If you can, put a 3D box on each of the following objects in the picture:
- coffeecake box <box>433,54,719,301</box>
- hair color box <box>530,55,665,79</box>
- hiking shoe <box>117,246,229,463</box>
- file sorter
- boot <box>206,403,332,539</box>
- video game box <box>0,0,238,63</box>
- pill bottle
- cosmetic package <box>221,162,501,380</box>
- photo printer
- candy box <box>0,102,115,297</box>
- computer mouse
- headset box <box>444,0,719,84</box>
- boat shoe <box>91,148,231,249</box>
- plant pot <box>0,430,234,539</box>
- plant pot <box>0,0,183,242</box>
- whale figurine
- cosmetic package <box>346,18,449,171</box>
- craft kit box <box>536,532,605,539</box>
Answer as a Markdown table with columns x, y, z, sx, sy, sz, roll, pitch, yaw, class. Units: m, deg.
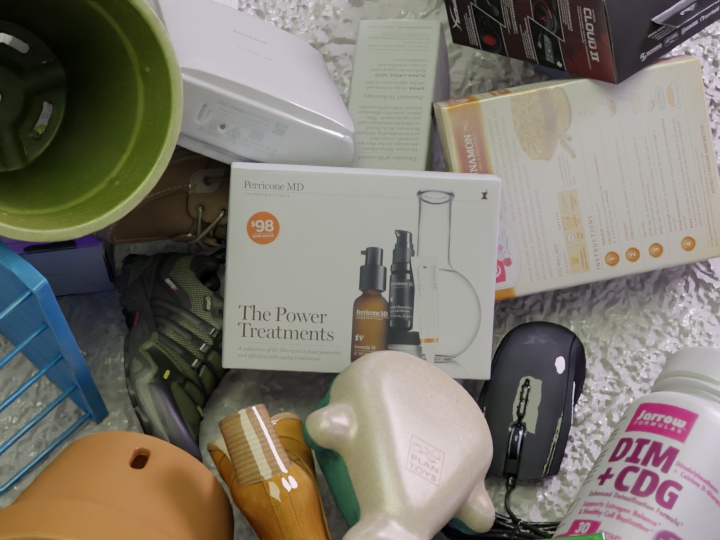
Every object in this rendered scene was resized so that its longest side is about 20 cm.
| x | y | z | sx | sy | sz | roll | pitch | yaw | class |
| --- | --- | --- | --- | --- | --- | --- | --- | --- | --- |
| 0.168 | -0.071 | 1.736 | 0.200 | 0.073 | 0.154 | -11 | 97 | -2 | coffeecake box |
| 0.159 | -0.229 | 1.895 | 0.099 | 0.061 | 0.200 | -40 | 61 | -19 | hair color box |
| -0.127 | 0.061 | 1.725 | 0.100 | 0.076 | 0.200 | -13 | 55 | 2 | hiking shoe |
| -0.294 | 0.057 | 1.673 | 0.123 | 0.200 | 0.139 | -42 | 62 | -17 | file sorter |
| -0.055 | 0.175 | 1.605 | 0.071 | 0.201 | 0.144 | -21 | 81 | -1 | boot |
| -0.194 | -0.209 | 1.860 | 0.200 | 0.047 | 0.182 | 23 | 46 | -26 | video game box |
| 0.216 | 0.158 | 1.590 | 0.113 | 0.113 | 0.200 | 23 | 60 | 19 | pill bottle |
| 0.000 | 0.000 | 1.678 | 0.200 | 0.052 | 0.151 | 2 | 95 | -2 | cosmetic package |
| -0.098 | -0.148 | 1.765 | 0.166 | 0.070 | 0.200 | 20 | 22 | -20 | photo printer |
| -0.286 | -0.075 | 1.834 | 0.167 | 0.072 | 0.200 | -6 | 57 | 2 | candy box |
| 0.145 | 0.120 | 1.674 | 0.140 | 0.046 | 0.200 | 14 | 59 | 16 | computer mouse |
| 0.183 | -0.218 | 1.745 | 0.149 | 0.075 | 0.200 | -33 | 35 | -31 | headset box |
| -0.120 | -0.054 | 1.773 | 0.200 | 0.071 | 0.065 | -21 | 62 | -37 | boat shoe |
| -0.172 | 0.208 | 1.578 | 0.200 | 0.200 | 0.140 | 9 | 40 | 12 | plant pot |
| -0.252 | -0.125 | 1.659 | 0.200 | 0.190 | 0.200 | -2 | 94 | -22 | plant pot |
| 0.018 | 0.152 | 1.599 | 0.159 | 0.104 | 0.200 | 29 | 40 | -19 | whale figurine |
| 0.027 | -0.092 | 1.795 | 0.074 | 0.102 | 0.200 | 0 | 58 | 8 | cosmetic package |
| 0.069 | 0.245 | 1.510 | 0.197 | 0.200 | 0.049 | -9 | 56 | 1 | craft kit box |
